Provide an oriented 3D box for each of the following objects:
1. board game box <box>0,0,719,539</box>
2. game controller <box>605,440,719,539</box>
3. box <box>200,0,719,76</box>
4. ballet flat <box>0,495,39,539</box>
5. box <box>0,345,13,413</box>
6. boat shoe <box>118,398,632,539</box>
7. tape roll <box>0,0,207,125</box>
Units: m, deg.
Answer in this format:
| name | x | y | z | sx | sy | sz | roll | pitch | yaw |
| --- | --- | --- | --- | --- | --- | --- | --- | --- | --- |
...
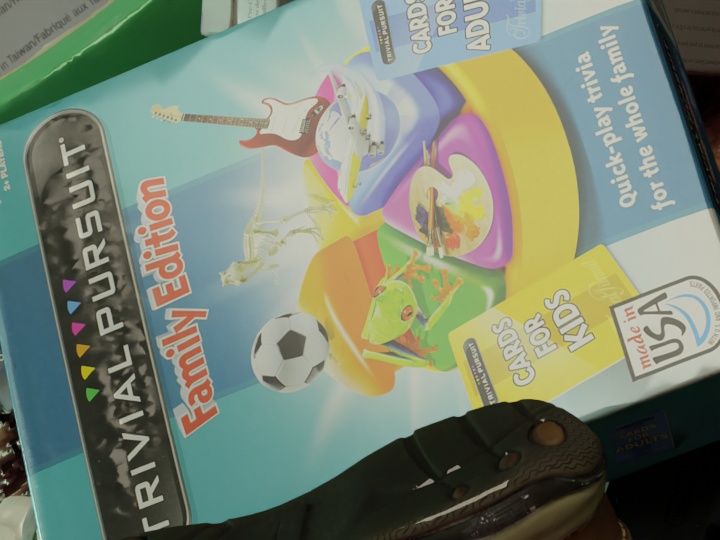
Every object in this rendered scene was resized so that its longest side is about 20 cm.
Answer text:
| name | x | y | z | sx | sy | sz | roll | pitch | yaw |
| --- | --- | --- | --- | --- | --- | --- | --- | --- | --- |
| board game box | 0.000 | 0.000 | 0.818 | 0.199 | 0.047 | 0.152 | -22 | 62 | 12 |
| game controller | 0.060 | 0.075 | 0.820 | 0.104 | 0.042 | 0.200 | -19 | 31 | 36 |
| box | 0.040 | -0.084 | 0.925 | 0.199 | 0.042 | 0.039 | 0 | 7 | -40 |
| ballet flat | -0.077 | 0.079 | 0.873 | 0.071 | 0.072 | 0.200 | 1 | 42 | 34 |
| box | -0.086 | -0.031 | 1.015 | 0.200 | 0.040 | 0.137 | -43 | 20 | -23 |
| boat shoe | -0.023 | 0.101 | 0.744 | 0.199 | 0.074 | 0.076 | -21 | 18 | 18 |
| tape roll | -0.091 | -0.071 | 0.986 | 0.200 | 0.048 | 0.201 | -31 | 19 | 11 |
